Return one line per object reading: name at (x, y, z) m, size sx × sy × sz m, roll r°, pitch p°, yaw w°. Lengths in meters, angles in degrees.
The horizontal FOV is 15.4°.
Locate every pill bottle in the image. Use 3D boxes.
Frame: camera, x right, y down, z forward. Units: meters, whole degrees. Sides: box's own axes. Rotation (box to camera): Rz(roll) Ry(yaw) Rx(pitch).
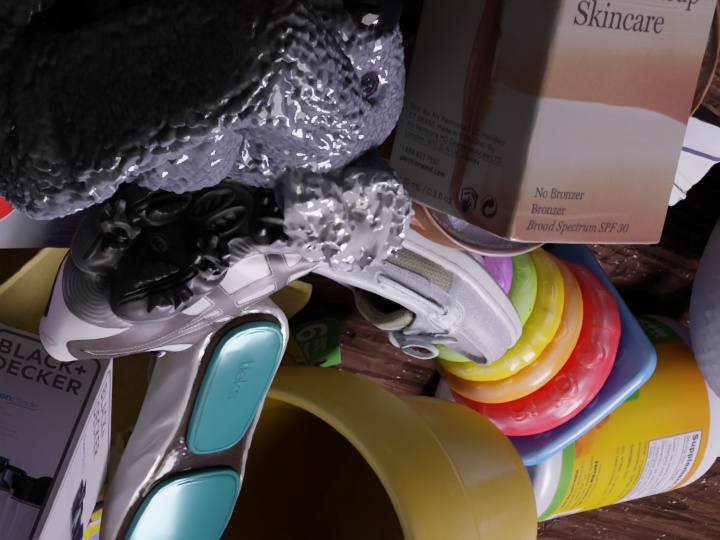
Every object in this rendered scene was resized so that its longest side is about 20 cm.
pill bottle at (0.153, 0.087, 1.633) m, size 0.200 × 0.111 × 0.111 m, roll -9°, pitch 147°, yaw -36°

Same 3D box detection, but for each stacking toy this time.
stacking toy at (0.063, 0.014, 1.451) m, size 0.110 × 0.116 × 0.200 m, roll -38°, pitch 141°, yaw 11°

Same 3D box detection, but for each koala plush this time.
koala plush at (-0.056, -0.089, 1.081) m, size 0.184 × 0.177 × 0.200 m, roll -31°, pitch 156°, yaw 29°

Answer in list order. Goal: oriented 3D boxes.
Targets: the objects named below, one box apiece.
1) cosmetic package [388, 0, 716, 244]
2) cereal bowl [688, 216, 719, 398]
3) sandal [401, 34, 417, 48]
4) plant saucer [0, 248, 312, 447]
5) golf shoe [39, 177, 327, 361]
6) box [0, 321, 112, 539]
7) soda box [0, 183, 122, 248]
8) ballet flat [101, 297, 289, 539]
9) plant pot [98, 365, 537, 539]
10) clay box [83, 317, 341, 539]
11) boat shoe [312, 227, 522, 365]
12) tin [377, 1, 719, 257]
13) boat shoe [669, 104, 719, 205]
cosmetic package at (0.091, -0.118, 1.143) m, size 0.103 × 0.087 × 0.200 m, roll -1°, pitch 108°, yaw -41°
cereal bowl at (0.267, -0.005, 1.590) m, size 0.200 × 0.083 × 0.200 m, roll -28°, pitch 138°, yaw -29°
sandal at (0.036, -0.057, 1.333) m, size 0.050 × 0.083 × 0.203 m, roll 8°, pitch 164°, yaw 22°
plant saucer at (-0.153, 0.034, 1.311) m, size 0.200 × 0.048 × 0.200 m, roll -39°, pitch 152°, yaw 18°
golf shoe at (-0.066, -0.013, 1.202) m, size 0.200 × 0.078 × 0.094 m, roll -19°, pitch 162°, yaw -44°
box at (-0.173, 0.138, 1.212) m, size 0.060 × 0.200 × 0.117 m, roll 16°, pitch 146°, yaw 4°
soda box at (-0.195, -0.053, 1.097) m, size 0.200 × 0.068 × 0.063 m, roll -1°, pitch 142°, yaw -45°
ballet flat at (-0.089, 0.080, 1.303) m, size 0.069 × 0.069 × 0.200 m, roll -6°, pitch 131°, yaw -39°
plant pot at (-0.006, 0.143, 1.407) m, size 0.201 × 0.201 × 0.189 m, roll -45°, pitch 164°, yaw 27°
clay box at (-0.093, 0.104, 1.490) m, size 0.200 × 0.048 × 0.115 m, roll -23°, pitch 152°, yaw -11°
boat shoe at (0.000, 0.000, 1.314) m, size 0.202 × 0.074 × 0.065 m, roll 35°, pitch 79°, yaw -40°
tin at (0.088, -0.090, 1.248) m, size 0.200 × 0.042 × 0.112 m, roll -39°, pitch 118°, yaw -25°
boat shoe at (0.121, -0.064, 1.379) m, size 0.086 × 0.075 × 0.202 m, roll -56°, pitch 153°, yaw 12°
